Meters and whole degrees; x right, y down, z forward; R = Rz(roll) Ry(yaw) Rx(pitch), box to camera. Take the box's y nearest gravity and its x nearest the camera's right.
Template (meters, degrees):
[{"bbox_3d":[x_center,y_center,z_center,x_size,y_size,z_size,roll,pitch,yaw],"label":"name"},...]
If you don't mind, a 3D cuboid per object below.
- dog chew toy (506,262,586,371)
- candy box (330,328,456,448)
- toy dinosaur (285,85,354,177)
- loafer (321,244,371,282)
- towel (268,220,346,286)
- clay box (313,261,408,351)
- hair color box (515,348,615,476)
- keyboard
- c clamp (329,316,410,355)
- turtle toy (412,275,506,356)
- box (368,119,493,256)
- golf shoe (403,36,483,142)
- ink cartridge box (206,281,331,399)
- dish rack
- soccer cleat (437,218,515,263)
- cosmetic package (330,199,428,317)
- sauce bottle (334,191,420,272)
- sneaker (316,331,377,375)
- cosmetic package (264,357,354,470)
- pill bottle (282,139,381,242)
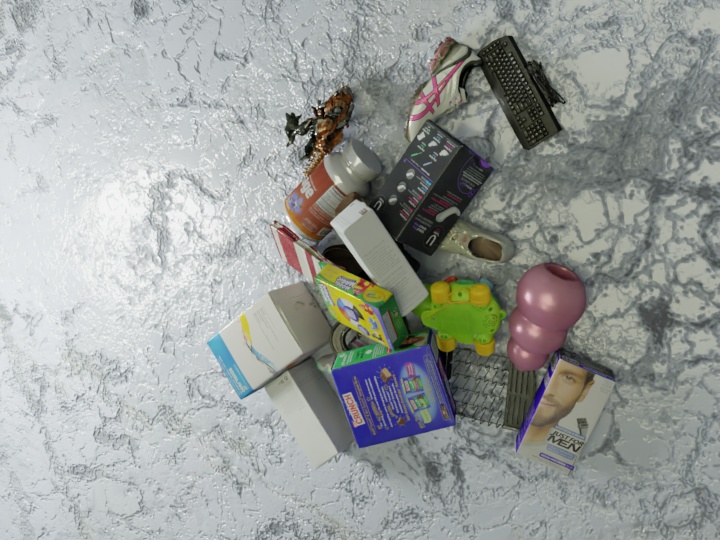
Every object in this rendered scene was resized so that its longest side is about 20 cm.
[{"bbox_3d":[0.321,0.090,1.329,0.123,0.124,0.203,27,117,19],"label":"dog chew toy"},{"bbox_3d":[0.064,0.223,1.397,0.196,0.077,0.172,-16,104,14],"label":"candy box"},{"bbox_3d":[-0.077,-0.273,1.442,0.134,0.201,0.103,-6,124,41],"label":"toy dinosaur"},{"bbox_3d":[0.000,0.000,1.491,0.196,0.071,0.075,18,106,22],"label":"loafer"},{"bbox_3d":[-0.098,-0.012,1.512,0.199,0.145,0.023,36,69,22],"label":"towel"},{"bbox_3d":[-0.009,0.062,1.378,0.198,0.048,0.116,22,147,41],"label":"clay box"},{"bbox_3d":[0.368,0.256,1.347,0.107,0.065,0.204,21,106,6],"label":"hair color box"},{"bbox_3d":[0.286,-0.325,1.319,0.103,0.039,0.203,-30,86,27],"label":"keyboard"},{"bbox_3d":[0.026,0.144,1.459,0.171,0.027,0.201,42,108,13],"label":"c clamp"},{"bbox_3d":[0.178,0.070,1.397,0.196,0.101,0.148,4,123,23],"label":"turtle toy"},{"bbox_3d":[0.125,-0.148,1.351,0.202,0.121,0.106,-55,50,13],"label":"box"},{"bbox_3d":[0.148,-0.318,1.369,0.091,0.072,0.203,33,110,16],"label":"golf shoe"},{"bbox_3d":[-0.185,0.144,1.562,0.199,0.147,0.146,-37,82,26],"label":"ink cartridge box"},{"bbox_3d":[0.234,0.229,1.425,0.196,0.054,0.157,8,103,24],"label":"dish rack"},{"bbox_3d":[0.191,-0.058,1.386,0.196,0.077,0.071,16,105,23],"label":"soccer cleat"},{"bbox_3d":[0.034,-0.022,1.349,0.074,0.102,0.201,-39,110,-4],"label":"cosmetic package"},{"bbox_3d":[0.037,-0.062,1.425,0.066,0.066,0.200,-37,112,25],"label":"sauce bottle"},{"bbox_3d":[0.000,0.139,1.518,0.195,0.078,0.143,-4,95,17],"label":"sneaker"},{"bbox_3d":[-0.099,0.299,1.567,0.081,0.112,0.202,-36,80,26],"label":"cosmetic package"},{"bbox_3d":[-0.054,-0.160,1.470,0.200,0.112,0.113,-42,80,24],"label":"pill bottle"}]
